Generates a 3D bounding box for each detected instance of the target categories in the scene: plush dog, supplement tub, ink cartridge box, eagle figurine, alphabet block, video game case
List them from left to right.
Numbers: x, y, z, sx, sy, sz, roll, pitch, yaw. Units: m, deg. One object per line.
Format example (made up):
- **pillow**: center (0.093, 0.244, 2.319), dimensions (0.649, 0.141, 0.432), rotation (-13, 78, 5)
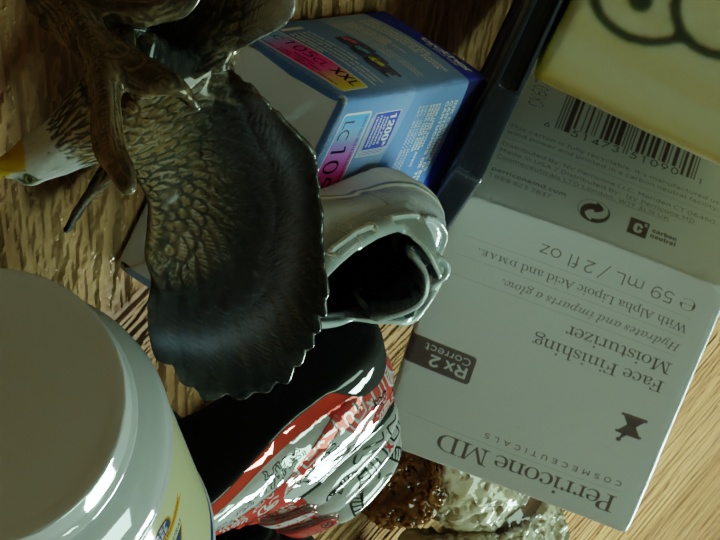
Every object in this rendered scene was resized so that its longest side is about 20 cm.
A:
- **supplement tub**: center (-0.145, 0.095, 1.235), dimensions (0.145, 0.145, 0.200), rotation (-51, 161, -15)
- **eagle figurine**: center (-0.083, -0.057, 1.172), dimensions (0.200, 0.150, 0.153), rotation (57, 46, -58)
- **ink cartridge box**: center (-0.018, -0.053, 1.419), dimensions (0.137, 0.076, 0.200), rotation (-63, 162, 19)
- **plush dog**: center (0.085, 0.160, 1.954), dimensions (0.200, 0.160, 0.173), rotation (-43, 134, -34)
- **video game case**: center (0.078, -0.109, 1.516), dimensions (0.143, 0.019, 0.201), rotation (123, -8, -68)
- **alphabet block**: center (0.224, -0.167, 1.545), dimensions (0.196, 0.199, 0.197), rotation (-63, -176, 18)

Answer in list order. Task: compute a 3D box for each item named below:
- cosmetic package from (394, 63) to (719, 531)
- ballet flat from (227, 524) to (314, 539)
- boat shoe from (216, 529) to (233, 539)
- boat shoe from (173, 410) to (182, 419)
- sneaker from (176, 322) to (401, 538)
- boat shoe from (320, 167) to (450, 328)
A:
- **cosmetic package**: center (0.126, 0.010, 1.675), dimensions (0.165, 0.164, 0.201), rotation (-65, 173, -50)
- **ballet flat**: center (-0.055, 0.165, 1.629), dimensions (0.066, 0.057, 0.200), rotation (-42, -172, 0)
- **boat shoe**: center (-0.060, 0.100, 1.589), dimensions (0.201, 0.063, 0.074), rotation (-45, 157, -34)
- **boat shoe**: center (-0.154, 0.148, 1.420), dimensions (0.200, 0.068, 0.072), rotation (-52, 161, -12)
- **sneaker**: center (-0.062, 0.110, 1.401), dimensions (0.201, 0.067, 0.108), rotation (-37, 143, -17)
- **boat shoe**: center (0.000, -0.001, 1.320), dimensions (0.070, 0.071, 0.200), rotation (-61, 158, 16)
